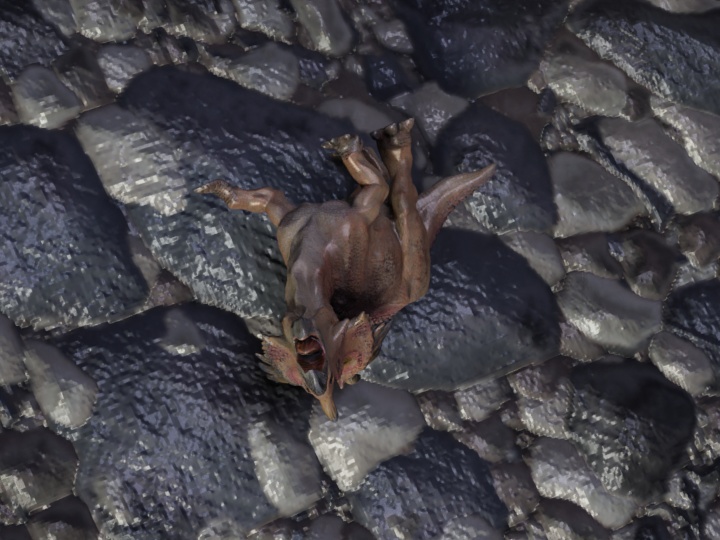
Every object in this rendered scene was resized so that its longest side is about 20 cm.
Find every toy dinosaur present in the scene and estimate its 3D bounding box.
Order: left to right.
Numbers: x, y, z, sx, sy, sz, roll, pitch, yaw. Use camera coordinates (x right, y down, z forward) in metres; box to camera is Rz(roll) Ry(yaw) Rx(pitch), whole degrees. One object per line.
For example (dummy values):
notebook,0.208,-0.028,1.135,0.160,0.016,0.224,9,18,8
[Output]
toy dinosaur,0.000,0.000,1.026,0.199,0.085,0.137,-18,89,-47
